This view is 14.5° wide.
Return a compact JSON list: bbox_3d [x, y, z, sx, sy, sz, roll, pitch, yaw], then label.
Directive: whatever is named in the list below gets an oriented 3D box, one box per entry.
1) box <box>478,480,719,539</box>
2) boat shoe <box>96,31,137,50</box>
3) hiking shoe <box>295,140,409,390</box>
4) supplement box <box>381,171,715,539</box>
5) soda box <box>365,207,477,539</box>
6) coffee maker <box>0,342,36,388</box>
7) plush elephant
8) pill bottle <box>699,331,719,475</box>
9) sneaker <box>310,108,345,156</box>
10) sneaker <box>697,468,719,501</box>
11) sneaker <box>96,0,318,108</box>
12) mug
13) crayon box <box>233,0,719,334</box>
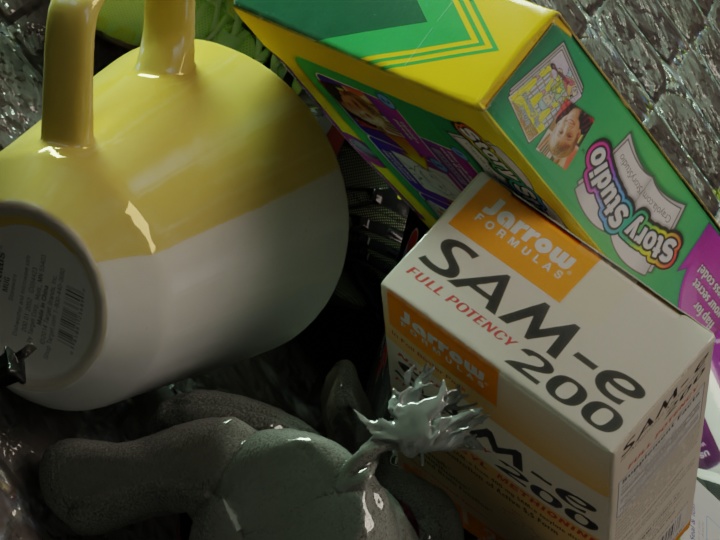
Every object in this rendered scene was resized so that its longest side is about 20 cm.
[{"bbox_3d":[0.153,0.185,1.487,0.200,0.112,0.102,44,33,-27],"label":"box"},{"bbox_3d":[-0.078,-0.148,1.524,0.200,0.065,0.072,12,50,-58],"label":"boat shoe"},{"bbox_3d":[0.000,0.000,1.477,0.101,0.076,0.201,20,44,-57],"label":"hiking shoe"},{"bbox_3d":[0.080,0.062,1.236,0.126,0.074,0.200,36,-21,21],"label":"supplement box"},{"bbox_3d":[0.044,0.037,1.397,0.063,0.071,0.201,16,69,-9],"label":"soda box"},{"bbox_3d":[-0.217,-0.073,1.139,0.201,0.134,0.193,-92,164,-47],"label":"coffee maker"},{"bbox_3d":[-0.017,0.124,1.219,0.165,0.199,0.155,61,6,27],"label":"plush elephant"},{"bbox_3d":[0.187,0.100,1.657,0.112,0.112,0.201,13,49,-56],"label":"pill bottle"},{"bbox_3d":[-0.064,-0.086,1.460,0.108,0.067,0.202,45,36,-27],"label":"sneaker"},{"bbox_3d":[0.148,0.132,1.551,0.199,0.075,0.085,33,15,6],"label":"sneaker"},{"bbox_3d":[-0.058,-0.125,1.387,0.199,0.076,0.076,9,31,-34],"label":"sneaker"},{"bbox_3d":[-0.113,-0.027,1.234,0.153,0.149,0.187,-32,96,-57],"label":"mug"},{"bbox_3d":[0.061,-0.057,1.250,0.172,0.058,0.200,26,-15,45],"label":"crayon box"}]
